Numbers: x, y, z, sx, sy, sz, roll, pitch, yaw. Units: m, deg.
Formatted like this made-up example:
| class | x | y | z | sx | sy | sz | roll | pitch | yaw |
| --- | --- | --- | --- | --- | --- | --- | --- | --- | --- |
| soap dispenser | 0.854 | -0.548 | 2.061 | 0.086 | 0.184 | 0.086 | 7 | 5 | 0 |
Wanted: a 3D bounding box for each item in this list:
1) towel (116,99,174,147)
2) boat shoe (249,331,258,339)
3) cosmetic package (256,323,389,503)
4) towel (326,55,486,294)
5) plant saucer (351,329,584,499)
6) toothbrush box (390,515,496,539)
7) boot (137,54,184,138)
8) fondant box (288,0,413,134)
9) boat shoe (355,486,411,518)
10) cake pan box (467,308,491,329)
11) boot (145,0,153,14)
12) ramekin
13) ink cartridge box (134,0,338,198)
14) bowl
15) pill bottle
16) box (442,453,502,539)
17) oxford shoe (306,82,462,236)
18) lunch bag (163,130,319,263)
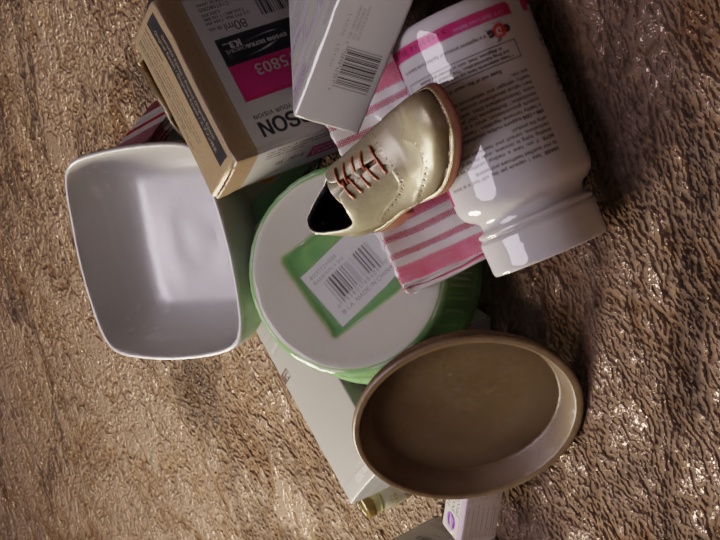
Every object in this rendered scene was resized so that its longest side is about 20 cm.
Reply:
| class | x | y | z | sx | sy | sz | roll | pitch | yaw |
| --- | --- | --- | --- | --- | --- | --- | --- | --- | --- |
| towel | -0.180 | -0.176 | 1.714 | 0.023 | 0.200 | 0.144 | 43 | 157 | -17 |
| boat shoe | -0.071 | -0.015 | 1.664 | 0.072 | 0.200 | 0.065 | 39 | -165 | -23 |
| cosmetic package | -0.008 | 0.104 | 1.601 | 0.201 | 0.090 | 0.107 | 61 | 149 | 20 |
| towel | 0.057 | -0.099 | 1.395 | 0.201 | 0.146 | 0.030 | 64 | -167 | 8 |
| plant saucer | 0.090 | 0.120 | 1.449 | 0.030 | 0.198 | 0.201 | -98 | 10 | -47 |
| toothbrush box | 0.106 | 0.364 | 1.691 | 0.146 | 0.085 | 0.201 | 13 | 122 | 58 |
| boot | -0.094 | -0.159 | 1.559 | 0.200 | 0.155 | 0.072 | 48 | 149 | -6 |
| fondant box | -0.008 | -0.225 | 1.355 | 0.201 | 0.058 | 0.145 | -97 | 25 | -53 |
| boat shoe | -0.010 | 0.144 | 1.680 | 0.073 | 0.063 | 0.201 | 84 | 161 | -63 |
| cake pan box | 0.057 | 0.101 | 1.625 | 0.184 | 0.052 | 0.201 | 34 | 137 | 51 |
| boot | -0.194 | -0.296 | 1.725 | 0.138 | 0.077 | 0.202 | 166 | 109 | -69 |
| ramekin | 0.000 | 0.000 | 1.475 | 0.201 | 0.199 | 0.098 | 64 | -167 | 8 |
| ink cartridge box | -0.072 | -0.177 | 1.489 | 0.165 | 0.199 | 0.075 | 61 | 150 | 12 |
| bowl | -0.169 | -0.023 | 1.566 | 0.199 | 0.074 | 0.202 | -4 | 102 | 40 |
| pill bottle | 0.109 | -0.105 | 1.309 | 0.113 | 0.113 | 0.201 | -23 | 89 | 63 |
| box | 0.110 | 0.153 | 1.534 | 0.039 | 0.041 | 0.201 | -132 | 41 | -53 |
| oxford shoe | 0.017 | -0.073 | 1.293 | 0.071 | 0.073 | 0.200 | 62 | 151 | 16 |
| lunch bag | -0.142 | -0.076 | 1.707 | 0.200 | 0.170 | 0.122 | 21 | 153 | 53 |
